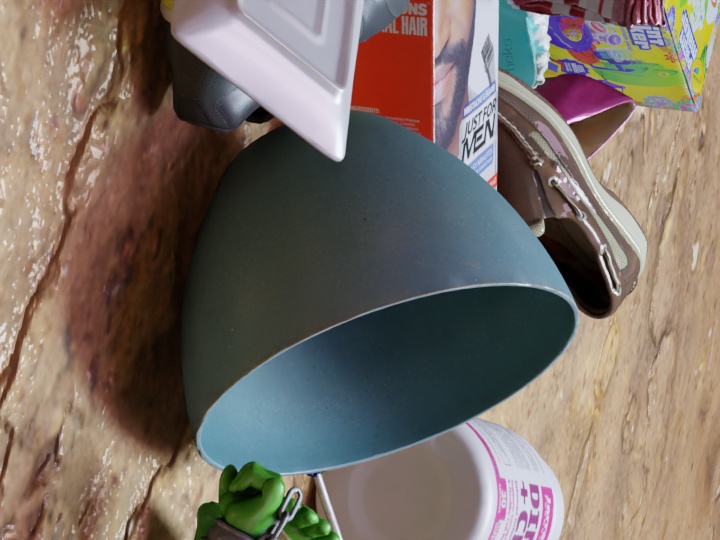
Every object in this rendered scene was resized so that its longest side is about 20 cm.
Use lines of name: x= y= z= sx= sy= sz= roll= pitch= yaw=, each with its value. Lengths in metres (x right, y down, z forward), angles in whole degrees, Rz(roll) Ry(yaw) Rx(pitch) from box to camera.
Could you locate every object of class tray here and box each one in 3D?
tray: x=-0.032 y=-0.151 z=1.015 sx=0.107 sy=0.022 sz=0.200 roll=37 pitch=39 yaw=-30

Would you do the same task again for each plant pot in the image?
plant pot: x=-0.006 y=-0.001 z=1.093 sx=0.200 sy=0.200 sz=0.135 roll=43 pitch=25 yaw=-64

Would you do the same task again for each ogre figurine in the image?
ogre figurine: x=-0.079 y=0.170 z=1.061 sx=0.098 sy=0.200 sz=0.120 roll=37 pitch=67 yaw=-16

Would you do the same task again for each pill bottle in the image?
pill bottle: x=0.058 y=0.147 z=1.367 sx=0.200 sy=0.113 sz=0.114 roll=22 pitch=78 yaw=-68

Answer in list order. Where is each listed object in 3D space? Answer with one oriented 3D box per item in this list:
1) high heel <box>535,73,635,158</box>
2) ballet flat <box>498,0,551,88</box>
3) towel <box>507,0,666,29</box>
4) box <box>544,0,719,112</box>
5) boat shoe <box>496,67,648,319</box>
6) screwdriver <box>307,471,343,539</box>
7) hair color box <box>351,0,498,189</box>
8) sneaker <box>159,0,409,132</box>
high heel: x=0.114 y=-0.057 z=1.452 sx=0.067 sy=0.096 sz=0.200 roll=79 pitch=29 yaw=-41
ballet flat: x=0.088 y=-0.200 z=1.387 sx=0.200 sy=0.072 sz=0.072 roll=85 pitch=24 yaw=-46
towel: x=0.114 y=-0.209 z=1.187 sx=0.200 sy=0.023 sz=0.144 roll=-148 pitch=-128 yaw=-71
box: x=0.188 y=-0.247 z=1.531 sx=0.200 sy=0.122 sz=0.193 roll=55 pitch=48 yaw=-61
boat shoe: x=0.110 y=-0.048 z=1.380 sx=0.202 sy=0.075 sz=0.075 roll=43 pitch=47 yaw=-20
screwdriver: x=-0.018 y=0.129 z=1.217 sx=0.028 sy=0.029 sz=0.200 roll=-25 pitch=105 yaw=-21
hair color box: x=0.037 y=-0.118 z=1.283 sx=0.111 sy=0.064 sz=0.200 roll=-41 pitch=134 yaw=-58
sneaker: x=-0.042 y=-0.120 z=1.093 sx=0.200 sy=0.074 sz=0.085 roll=-20 pitch=123 yaw=-56
